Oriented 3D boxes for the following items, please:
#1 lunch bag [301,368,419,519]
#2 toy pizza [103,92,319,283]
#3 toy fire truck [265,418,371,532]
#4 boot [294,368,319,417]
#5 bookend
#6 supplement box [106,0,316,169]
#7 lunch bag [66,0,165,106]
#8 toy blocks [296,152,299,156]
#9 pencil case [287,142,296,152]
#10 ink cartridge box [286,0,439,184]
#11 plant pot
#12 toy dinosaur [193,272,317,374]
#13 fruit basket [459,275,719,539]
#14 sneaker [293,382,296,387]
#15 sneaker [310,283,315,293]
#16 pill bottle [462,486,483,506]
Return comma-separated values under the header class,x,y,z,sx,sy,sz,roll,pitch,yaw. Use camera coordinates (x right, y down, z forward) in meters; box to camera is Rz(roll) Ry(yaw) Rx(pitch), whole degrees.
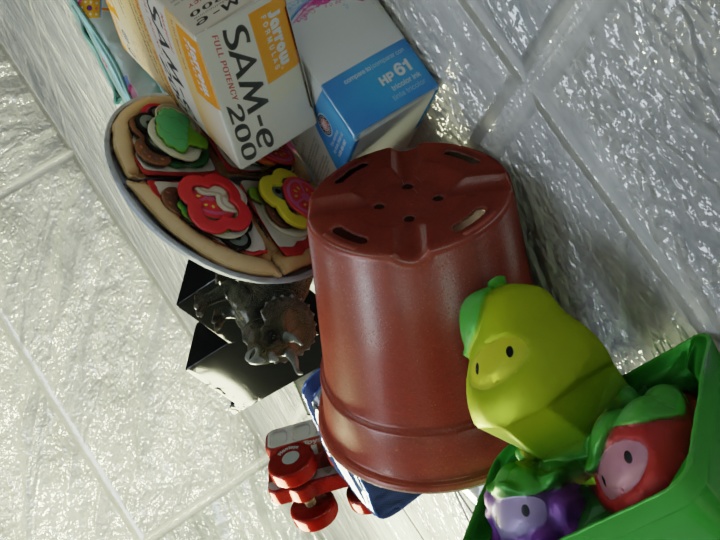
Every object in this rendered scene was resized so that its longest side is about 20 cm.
class,x,y,z,sx,sy,sz,roll,pitch,yaw
lunch bag,0.018,0.166,1.288,0.132,0.135,0.201,44,160,39
toy pizza,-0.100,-0.073,0.871,0.201,0.200,0.032,52,126,19
toy fire truck,-0.039,0.254,1.571,0.168,0.199,0.113,-96,-14,-58
boot,-0.085,0.116,1.486,0.198,0.073,0.163,-20,98,37
bookend,-0.150,0.053,1.348,0.198,0.200,0.092,38,-142,-28
supplement box,-0.124,-0.184,0.835,0.200,0.073,0.126,45,161,37
lunch bag,-0.190,-0.238,1.093,0.201,0.160,0.077,61,165,-10
toy blocks,-0.120,-0.090,1.213,0.200,0.136,0.100,33,152,56
pencil case,-0.104,-0.196,1.023,0.091,0.093,0.201,-92,-20,-64
ink cartridge box,-0.039,-0.177,0.885,0.200,0.084,0.145,55,164,6
plant pot,0.048,0.024,0.843,0.201,0.200,0.196,40,149,48
toy dinosaur,-0.075,0.002,0.916,0.077,0.102,0.201,70,-156,-56
fruit basket,0.129,0.107,0.706,0.214,0.156,0.217,12,128,16
sneaker,-0.062,0.117,1.545,0.201,0.085,0.078,62,164,-11
sneaker,-0.006,0.027,1.062,0.199,0.071,0.073,13,175,36
pill bottle,0.082,0.133,1.070,0.200,0.112,0.113,45,161,37
